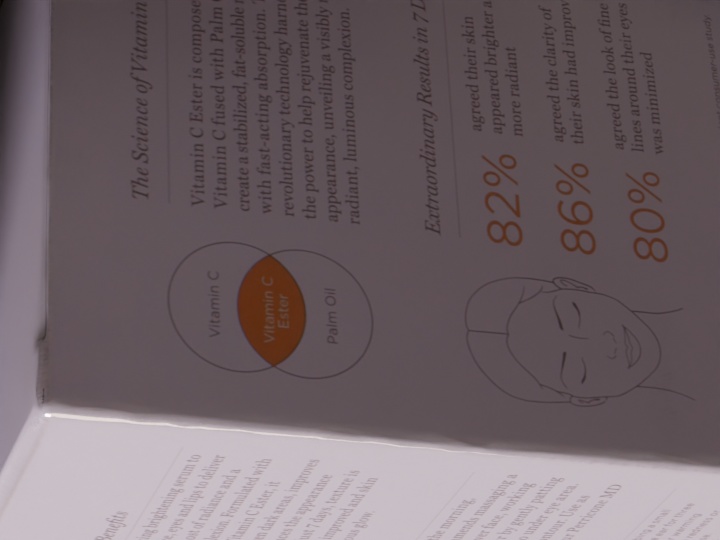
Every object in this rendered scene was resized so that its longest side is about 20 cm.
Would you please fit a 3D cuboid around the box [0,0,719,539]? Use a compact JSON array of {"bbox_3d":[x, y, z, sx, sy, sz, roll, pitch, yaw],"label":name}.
[{"bbox_3d":[0.000,0.000,0.681,0.199,0.153,0.106,7,151,-17],"label":"box"}]
